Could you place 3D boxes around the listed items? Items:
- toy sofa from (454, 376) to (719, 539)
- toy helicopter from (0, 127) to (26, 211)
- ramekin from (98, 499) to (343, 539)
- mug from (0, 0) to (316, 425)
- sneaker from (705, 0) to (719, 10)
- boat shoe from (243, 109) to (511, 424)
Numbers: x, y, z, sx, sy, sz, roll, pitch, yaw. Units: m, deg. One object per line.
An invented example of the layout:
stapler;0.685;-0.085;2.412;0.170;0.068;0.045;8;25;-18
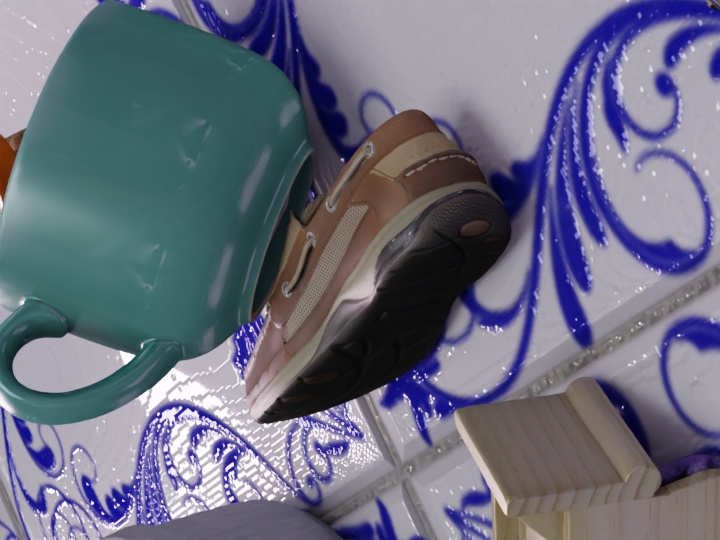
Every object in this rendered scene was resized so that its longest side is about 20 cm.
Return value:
toy sofa;0.097;0.152;0.879;0.083;0.097;0.201;-119;23;-64
toy helicopter;-0.172;-0.017;1.211;0.133;0.079;0.200;60;158;1
ramekin;-0.058;0.216;1.109;0.200;0.105;0.201;33;133;44
mug;-0.093;-0.020;0.980;0.114;0.152;0.186;19;101;4
sneaker;0.150;-0.080;0.670;0.200;0.070;0.078;33;128;44
boat shoe;0.000;0.000;0.947;0.200;0.075;0.074;-49;58;47
